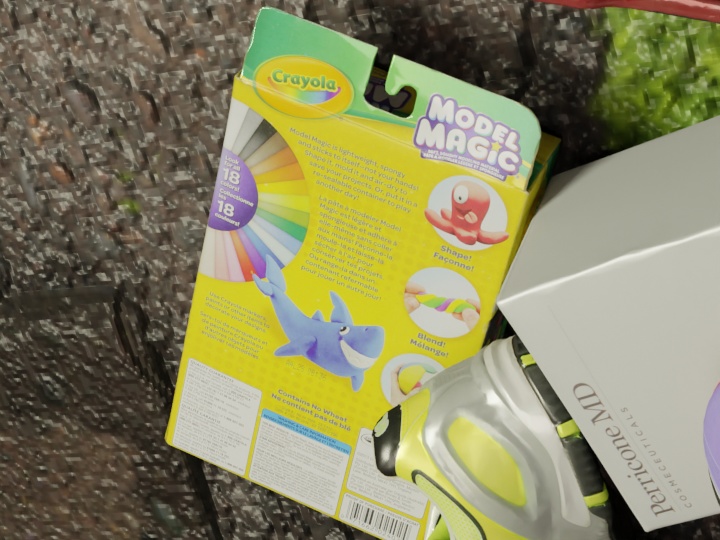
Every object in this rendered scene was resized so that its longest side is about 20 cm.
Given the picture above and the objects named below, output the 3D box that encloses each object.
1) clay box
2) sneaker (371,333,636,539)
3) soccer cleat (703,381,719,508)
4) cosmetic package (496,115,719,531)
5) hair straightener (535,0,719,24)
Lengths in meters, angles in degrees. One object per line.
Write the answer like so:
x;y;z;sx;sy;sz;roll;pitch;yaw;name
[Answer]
0.000;0.000;0.771;0.115;0.048;0.201;23;124;11;clay box
0.065;0.111;0.771;0.076;0.075;0.200;-19;117;8;sneaker
0.155;0.120;0.660;0.066;0.077;0.200;-7;122;26;soccer cleat
0.159;0.001;0.671;0.200;0.081;0.113;-23;115;32;cosmetic package
0.097;-0.115;0.662;0.199;0.041;0.077;16;124;16;hair straightener
